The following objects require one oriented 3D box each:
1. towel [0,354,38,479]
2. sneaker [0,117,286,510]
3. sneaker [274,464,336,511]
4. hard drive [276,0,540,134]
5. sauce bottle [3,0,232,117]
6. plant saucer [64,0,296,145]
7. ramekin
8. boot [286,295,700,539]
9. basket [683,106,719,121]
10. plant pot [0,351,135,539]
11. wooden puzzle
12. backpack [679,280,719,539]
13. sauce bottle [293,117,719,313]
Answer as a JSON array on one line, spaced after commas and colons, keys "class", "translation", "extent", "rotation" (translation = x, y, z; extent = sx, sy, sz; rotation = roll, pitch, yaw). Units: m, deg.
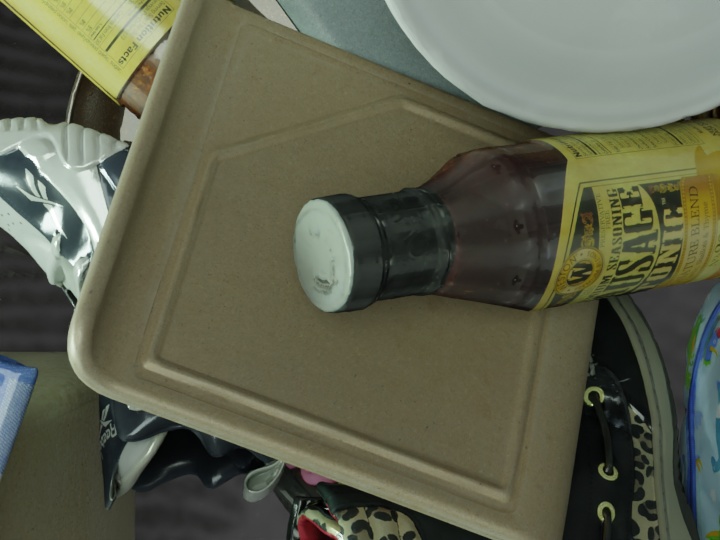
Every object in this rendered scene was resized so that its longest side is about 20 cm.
[{"class": "towel", "translation": [-0.217, 0.103, 0.723], "extent": [0.146, 0.024, 0.201], "rotation": [22, 92, 7]}, {"class": "sneaker", "translation": [-0.101, 0.027, 0.806], "extent": [0.199, 0.080, 0.130], "rotation": [26, 68, 0]}, {"class": "sneaker", "translation": [0.023, 0.150, 0.841], "extent": [0.200, 0.079, 0.095], "rotation": [44, 118, 11]}, {"class": "hard drive", "translation": [0.025, -0.146, 0.800], "extent": [0.139, 0.033, 0.200], "rotation": [-37, 105, 1]}, {"class": "sauce bottle", "translation": [-0.084, -0.097, 0.821], "extent": [0.200, 0.066, 0.066], "rotation": [42, 96, -4]}, {"class": "plant saucer", "translation": [-0.031, -0.050, 0.868], "extent": [0.199, 0.032, 0.201], "rotation": [0, 91, 9]}, {"class": "ramekin", "translation": [0.090, -0.161, 0.723], "extent": [0.202, 0.094, 0.203], "rotation": [-4, 118, -8]}, {"class": "boot", "translation": [0.047, 0.077, 0.776], "extent": [0.153, 0.074, 0.204], "rotation": [3, 56, -23]}, {"class": "basket", "translation": [0.196, -0.132, 0.778], "extent": [0.148, 0.143, 0.201], "rotation": [6, 91, 7]}, {"class": "plant pot", "translation": [-0.212, 0.137, 0.823], "extent": [0.199, 0.177, 0.201], "rotation": [1, 91, 8]}, {"class": "wooden puzzle", "translation": [0.000, 0.000, 0.745], "extent": [0.199, 0.037, 0.185], "rotation": [24, 54, -14]}, {"class": "backpack", "translation": [0.204, 0.082, 0.788], "extent": [0.162, 0.154, 0.201], "rotation": [-5, 76, -1]}, {"class": "sauce bottle", "translation": [0.069, -0.017, 0.730], "extent": [0.199, 0.066, 0.066], "rotation": [-11, 89, -31]}]
